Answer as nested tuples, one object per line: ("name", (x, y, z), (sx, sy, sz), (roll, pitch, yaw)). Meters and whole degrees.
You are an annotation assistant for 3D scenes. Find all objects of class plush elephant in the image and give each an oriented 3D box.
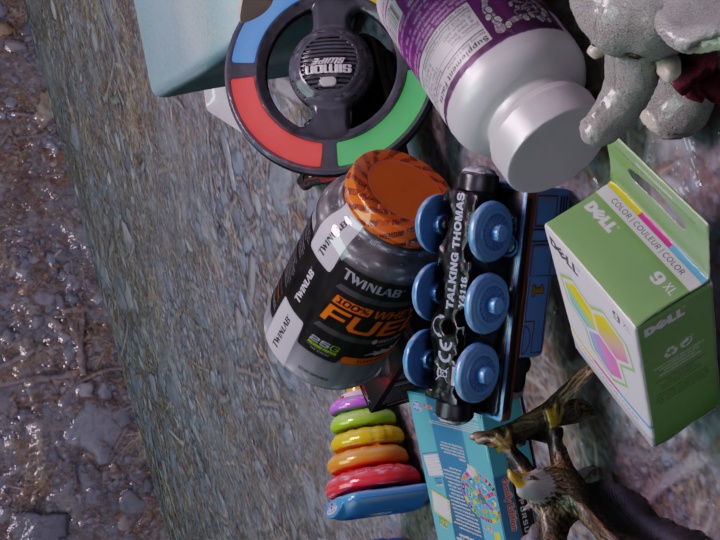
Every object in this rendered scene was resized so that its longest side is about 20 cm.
("plush elephant", (0.176, -0.130, 0.631), (0.165, 0.153, 0.202), (48, 145, 49))

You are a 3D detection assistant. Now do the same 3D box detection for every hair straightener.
("hair straightener", (-0.041, -0.136, 1.308), (0.200, 0.040, 0.078), (178, 79, -72))

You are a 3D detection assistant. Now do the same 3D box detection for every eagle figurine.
("eagle figurine", (0.156, 0.188, 0.866), (0.153, 0.149, 0.201), (114, 145, -40))

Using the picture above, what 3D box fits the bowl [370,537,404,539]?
("bowl", (0.055, 0.416, 1.380), (0.201, 0.039, 0.203), (45, 143, 51))

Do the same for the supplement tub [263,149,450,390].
("supplement tub", (0.000, 0.000, 1.002), (0.123, 0.121, 0.201), (61, 141, 31))

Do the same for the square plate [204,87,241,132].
("square plate", (-0.175, -0.292, 1.537), (0.200, 0.028, 0.200), (37, 136, 57))

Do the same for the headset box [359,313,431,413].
("headset box", (0.039, 0.031, 1.153), (0.200, 0.076, 0.150), (116, 135, -59))

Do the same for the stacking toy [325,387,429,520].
("stacking toy", (0.005, 0.176, 1.310), (0.116, 0.108, 0.202), (130, 134, -66))

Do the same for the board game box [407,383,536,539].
("board game box", (0.116, 0.213, 1.112), (0.151, 0.046, 0.203), (0, 102, 67))

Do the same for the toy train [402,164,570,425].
("toy train", (0.100, 0.020, 0.905), (0.086, 0.113, 0.203), (12, 100, 48))

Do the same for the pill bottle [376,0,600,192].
("pill bottle", (0.099, -0.158, 0.859), (0.201, 0.111, 0.113), (61, 153, 31))

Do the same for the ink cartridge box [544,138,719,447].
("ink cartridge box", (0.176, 0.016, 0.747), (0.104, 0.059, 0.201), (56, 174, 40))

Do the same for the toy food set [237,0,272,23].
("toy food set", (-0.101, -0.293, 0.797), (0.144, 0.060, 0.202), (112, 140, -56))

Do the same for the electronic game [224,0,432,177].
("electronic game", (-0.026, -0.182, 1.046), (0.042, 0.198, 0.202), (59, -169, -76))

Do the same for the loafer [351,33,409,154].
("loafer", (0.010, -0.124, 1.079), (0.063, 0.071, 0.203), (46, -143, -68))

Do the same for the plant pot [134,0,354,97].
("plant pot", (-0.110, -0.300, 1.181), (0.199, 0.194, 0.199), (0, 103, 60))
